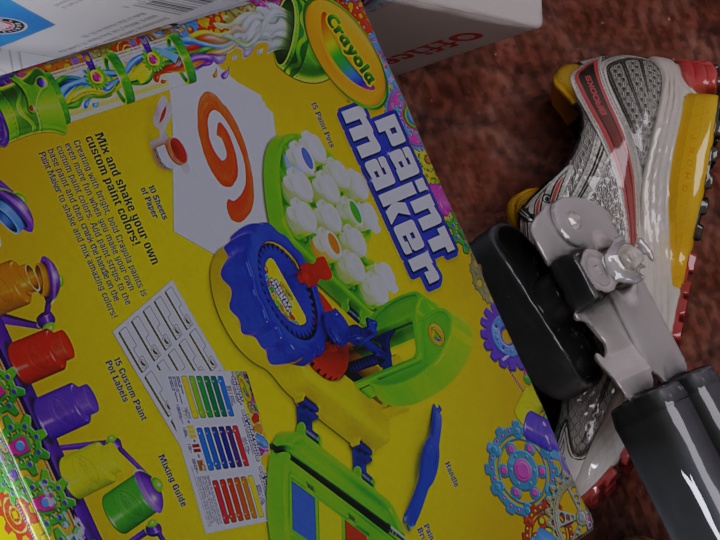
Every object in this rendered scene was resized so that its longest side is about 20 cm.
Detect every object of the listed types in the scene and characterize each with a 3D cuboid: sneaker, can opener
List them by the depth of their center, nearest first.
[{"bbox_3d":[0.114,0.062,0.757,0.052,0.066,0.201,-17,73,-49],"label":"can opener"},{"bbox_3d":[0.097,0.005,0.829,0.082,0.078,0.201,10,76,7],"label":"sneaker"}]

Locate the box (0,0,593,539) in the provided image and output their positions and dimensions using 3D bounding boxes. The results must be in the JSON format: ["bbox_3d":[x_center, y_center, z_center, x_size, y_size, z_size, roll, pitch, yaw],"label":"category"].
[{"bbox_3d":[-0.062,0.038,0.626,0.192,0.122,0.201,-23,89,-40],"label":"box"}]

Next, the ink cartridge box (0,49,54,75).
[{"bbox_3d":[-0.183,-0.122,0.780,0.159,0.047,0.201,-11,93,-20],"label":"ink cartridge box"}]

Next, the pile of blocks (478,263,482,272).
[{"bbox_3d":[0.029,0.088,0.757,0.082,0.062,0.201,-50,126,-49],"label":"pile of blocks"}]

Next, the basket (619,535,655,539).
[{"bbox_3d":[0.194,0.191,0.777,0.199,0.143,0.150,18,75,-14],"label":"basket"}]

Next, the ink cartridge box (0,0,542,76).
[{"bbox_3d":[-0.052,-0.157,0.734,0.199,0.147,0.146,7,79,-39],"label":"ink cartridge box"}]
